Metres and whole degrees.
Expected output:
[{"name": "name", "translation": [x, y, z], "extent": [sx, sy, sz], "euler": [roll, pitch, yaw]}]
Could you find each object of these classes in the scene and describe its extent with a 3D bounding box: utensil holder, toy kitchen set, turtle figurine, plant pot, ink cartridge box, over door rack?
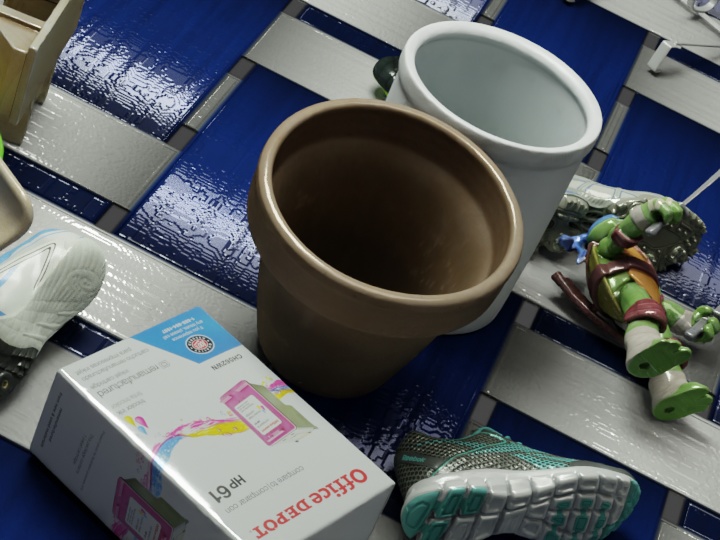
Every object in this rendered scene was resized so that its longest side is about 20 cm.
[{"name": "utensil holder", "translation": [0.079, -0.073, 1.542], "extent": [0.170, 0.200, 0.170], "euler": [16, 36, -13]}, {"name": "toy kitchen set", "translation": [-0.320, -0.204, 1.475], "extent": [0.180, 0.200, 0.163], "euler": [21, 35, -5]}, {"name": "turtle figurine", "translation": [0.270, 0.013, 1.586], "extent": [0.199, 0.144, 0.194], "euler": [4, 47, -8]}, {"name": "plant pot", "translation": [0.000, 0.000, 1.411], "extent": [0.200, 0.175, 0.201], "euler": [11, 49, -12]}, {"name": "ink cartridge box", "translation": [-0.098, 0.133, 1.277], "extent": [0.200, 0.085, 0.144], "euler": [41, 39, 20]}, {"name": "over door rack", "translation": [0.343, -0.297, 2.095], "extent": [0.200, 0.067, 0.148], "euler": [-18, 52, -44]}]

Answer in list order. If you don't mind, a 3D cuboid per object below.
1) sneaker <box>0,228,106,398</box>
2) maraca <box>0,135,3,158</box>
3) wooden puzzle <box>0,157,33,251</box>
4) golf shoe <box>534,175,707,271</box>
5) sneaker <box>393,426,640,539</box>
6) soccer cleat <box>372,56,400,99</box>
[{"name": "sneaker", "translation": [-0.258, 0.036, 1.334], "extent": [0.072, 0.072, 0.200], "euler": [3, 31, 33]}, {"name": "maraca", "translation": [-0.352, -0.092, 1.399], "extent": [0.200, 0.107, 0.137], "euler": [27, 59, 27]}, {"name": "wooden puzzle", "translation": [-0.347, -0.047, 1.288], "extent": [0.200, 0.046, 0.185], "euler": [-37, 64, -6]}, {"name": "golf shoe", "translation": [0.216, -0.058, 1.715], "extent": [0.199, 0.078, 0.097], "euler": [10, 31, -22]}, {"name": "sneaker", "translation": [0.113, 0.149, 1.392], "extent": [0.199, 0.078, 0.091], "euler": [6, 35, -26]}, {"name": "soccer cleat", "translation": [0.108, -0.161, 1.772], "extent": [0.200, 0.081, 0.068], "euler": [28, 36, 5]}]
